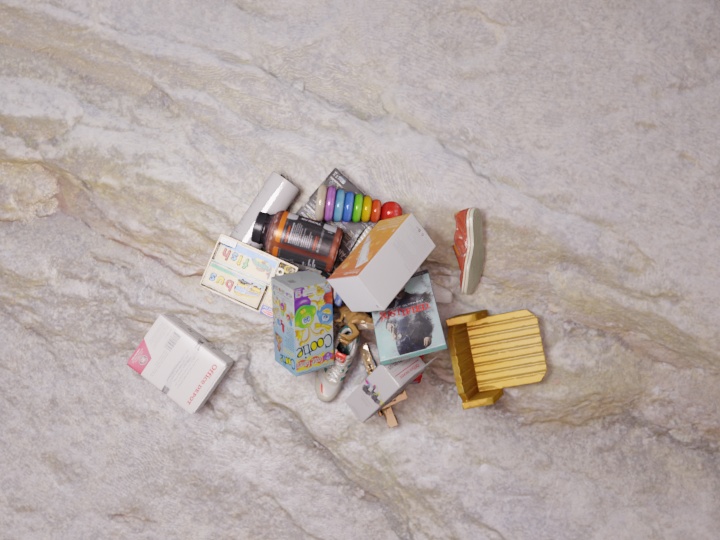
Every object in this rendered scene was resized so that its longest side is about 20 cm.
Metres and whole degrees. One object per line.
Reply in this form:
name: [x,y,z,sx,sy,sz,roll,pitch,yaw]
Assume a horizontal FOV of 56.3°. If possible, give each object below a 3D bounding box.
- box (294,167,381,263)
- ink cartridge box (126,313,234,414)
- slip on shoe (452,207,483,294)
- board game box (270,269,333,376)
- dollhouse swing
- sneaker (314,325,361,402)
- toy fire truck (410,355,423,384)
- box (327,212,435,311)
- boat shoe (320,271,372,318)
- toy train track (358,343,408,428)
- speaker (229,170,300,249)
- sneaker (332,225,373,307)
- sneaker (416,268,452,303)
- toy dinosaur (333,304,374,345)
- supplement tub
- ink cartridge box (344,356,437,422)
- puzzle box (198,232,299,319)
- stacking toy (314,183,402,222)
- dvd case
box: [-0.037,-0.116,1.595,0.200,0.044,0.161,41,91,3]
ink cartridge box: [-0.422,0.218,1.588,0.199,0.083,0.147,36,90,4]
slip on shoe: [0.247,-0.046,1.573,0.061,0.074,0.203,2,96,38]
board game box: [-0.128,0.114,1.503,0.102,0.104,0.203,-12,112,-33]
dollhouse swing: [0.312,0.188,1.514,0.174,0.181,0.203,-11,87,23]
sneaker: [-0.057,0.212,1.563,0.070,0.093,0.202,25,90,3]
toy fire truck: [0.128,0.155,1.528,0.048,0.141,0.203,7,79,4]
box: [0.045,-0.016,1.440,0.098,0.124,0.200,51,61,-19]
boat shoe: [-0.012,0.058,1.577,0.199,0.071,0.063,36,81,6]
toy train track: [0.043,0.270,1.590,0.114,0.033,0.202,-23,82,10]
speaker: [-0.227,-0.132,1.588,0.081,0.081,0.201,33,90,3]
sneaker: [0.000,0.000,1.522,0.089,0.079,0.201,33,78,-4]
sneaker: [0.130,0.003,1.569,0.198,0.074,0.117,15,92,4]
toy dinosaur: [-0.002,0.115,1.488,0.198,0.061,0.107,18,65,33]
supplement tub: [-0.142,-0.071,1.517,0.198,0.107,0.108,17,90,-3]
ink cartridge box: [0.066,0.236,1.468,0.068,0.115,0.200,49,128,12]
puzzle box: [-0.254,0.015,1.537,0.198,0.025,0.134,23,91,1]
stacking toy: [-0.002,-0.141,1.535,0.197,0.085,0.087,8,89,-1]
dvd case: [0.096,0.097,1.440,0.144,0.022,0.202,-15,49,8]
